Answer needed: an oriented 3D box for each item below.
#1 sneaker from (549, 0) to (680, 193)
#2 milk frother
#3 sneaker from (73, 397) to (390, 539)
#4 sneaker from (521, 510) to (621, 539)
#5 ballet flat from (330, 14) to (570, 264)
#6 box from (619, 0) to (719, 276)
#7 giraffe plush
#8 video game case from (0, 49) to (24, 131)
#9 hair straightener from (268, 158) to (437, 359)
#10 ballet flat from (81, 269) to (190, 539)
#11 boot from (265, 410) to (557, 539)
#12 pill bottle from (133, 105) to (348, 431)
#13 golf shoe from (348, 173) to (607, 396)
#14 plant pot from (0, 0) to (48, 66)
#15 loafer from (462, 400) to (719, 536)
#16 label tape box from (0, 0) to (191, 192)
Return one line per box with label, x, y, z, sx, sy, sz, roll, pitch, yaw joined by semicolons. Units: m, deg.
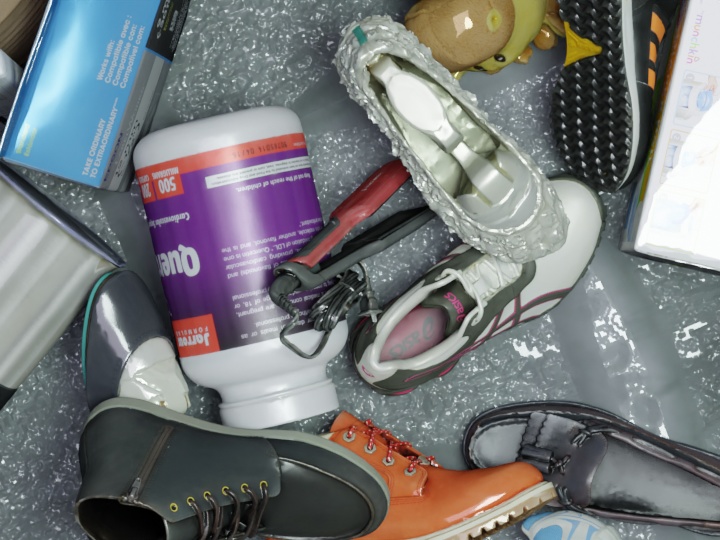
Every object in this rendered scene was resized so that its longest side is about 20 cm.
sneaker;0.173;-0.145;1.605;0.090;0.070;0.200;-31;130;-34
milk frother;-0.281;0.012;1.596;0.180;0.200;0.188;38;91;4
sneaker;-0.081;0.150;1.562;0.199;0.106;0.075;13;121;-5
sneaker;0.126;0.252;1.658;0.072;0.072;0.201;16;106;33
ballet flat;0.057;-0.074;1.570;0.072;0.072;0.200;-45;104;1
box;0.241;-0.099;1.626;0.101;0.112;0.201;13;90;1
giraffe plush;0.052;-0.194;1.625;0.200;0.172;0.162;-33;103;-33
video game case;-0.295;-0.097;1.592;0.182;0.200;0.022;-13;86;1
hair straightener;0.000;0.000;1.603;0.041;0.200;0.077;-13;110;31
ballet flat;-0.140;0.097;1.632;0.073;0.073;0.200;6;114;1
boot;0.025;0.138;1.643;0.200;0.075;0.108;-14;83;15
pill bottle;-0.074;0.000;1.633;0.112;0.112;0.201;-13;90;1
golf shoe;0.082;0.013;1.644;0.200;0.088;0.077;-40;88;0
plant pot;-0.253;-0.186;1.622;0.201;0.201;0.093;-44;130;2
loafer;0.166;0.131;1.655;0.199;0.063;0.072;13;92;1
label tape box;-0.164;-0.126;1.588;0.066;0.200;0.144;19;91;0
